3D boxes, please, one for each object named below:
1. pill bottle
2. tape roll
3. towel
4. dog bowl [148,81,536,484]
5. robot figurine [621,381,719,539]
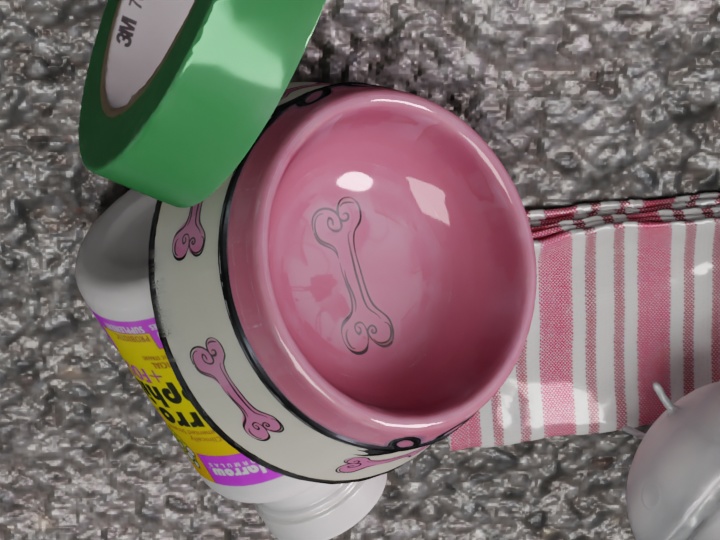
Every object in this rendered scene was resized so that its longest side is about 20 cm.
[{"bbox_3d":[-0.059,0.049,1.451,0.104,0.105,0.201,-23,124,12],"label":"pill bottle"},{"bbox_3d":[-0.065,-0.130,1.263,0.048,0.201,0.201,23,121,-19],"label":"tape roll"},{"bbox_3d":[0.139,0.030,1.498,0.199,0.030,0.147,-6,127,0],"label":"towel"},{"bbox_3d":[0.000,0.000,1.361,0.200,0.201,0.074,35,153,-25],"label":"dog bowl"},{"bbox_3d":[0.221,0.137,1.477,0.200,0.113,0.170,41,145,8],"label":"robot figurine"}]
